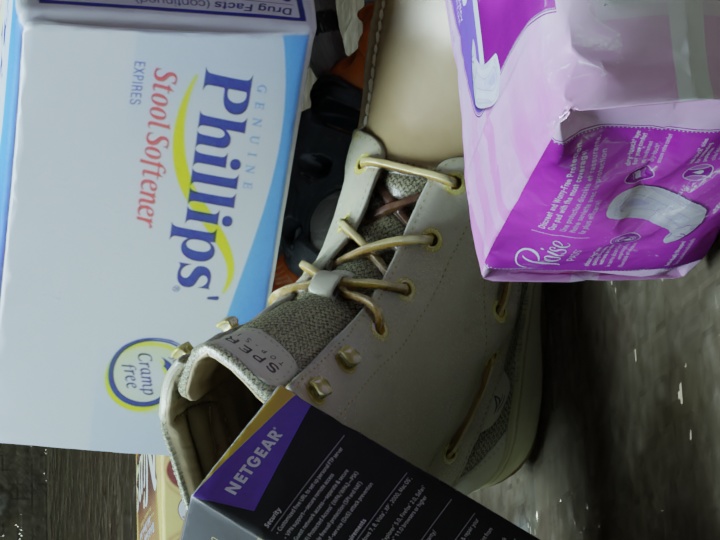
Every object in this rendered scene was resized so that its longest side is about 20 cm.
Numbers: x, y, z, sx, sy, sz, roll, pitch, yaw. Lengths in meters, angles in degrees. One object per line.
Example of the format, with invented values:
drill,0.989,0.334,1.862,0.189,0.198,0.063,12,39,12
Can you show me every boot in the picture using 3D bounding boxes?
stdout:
boot,0.000,0.000,0.894,0.072,0.154,0.201,12,112,33

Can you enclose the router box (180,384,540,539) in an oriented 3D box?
router box,0.014,0.146,0.824,0.052,0.157,0.200,-50,-16,-37

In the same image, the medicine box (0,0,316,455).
medicine box,-0.085,-0.063,0.999,0.200,0.102,0.183,-99,16,-55

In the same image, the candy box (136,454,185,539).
candy box,-0.106,0.097,1.656,0.115,0.055,0.201,147,123,-76

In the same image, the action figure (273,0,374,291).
action figure,-0.005,-0.048,1.062,0.200,0.104,0.195,150,130,-73

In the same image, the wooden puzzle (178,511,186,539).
wooden puzzle,-0.068,0.140,1.477,0.185,0.037,0.201,-137,56,-75

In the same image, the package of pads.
package of pads,0.067,-0.107,0.763,0.121,0.075,0.201,113,155,-65
